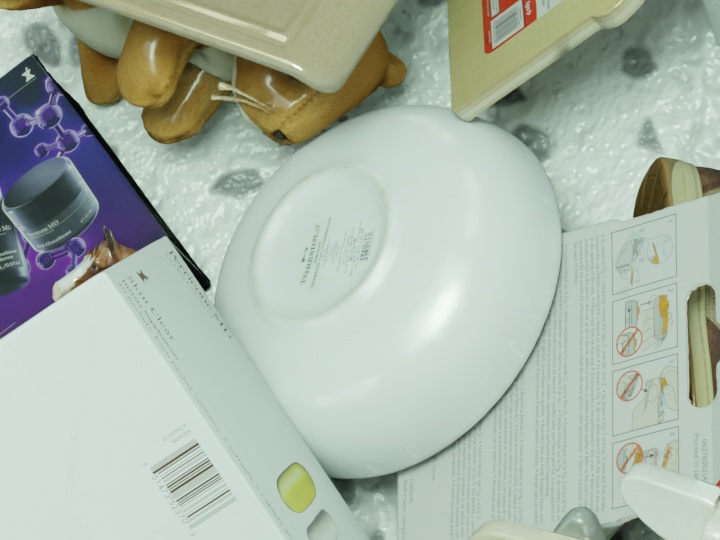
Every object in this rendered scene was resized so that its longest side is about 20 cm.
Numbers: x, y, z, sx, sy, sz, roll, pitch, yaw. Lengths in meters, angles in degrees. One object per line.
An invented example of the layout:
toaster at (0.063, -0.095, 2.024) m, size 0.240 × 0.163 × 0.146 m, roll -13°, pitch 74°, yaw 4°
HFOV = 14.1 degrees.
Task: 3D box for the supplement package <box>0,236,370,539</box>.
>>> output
supplement package at (-0.111, 0.113, 1.377) m, size 0.156 × 0.111 × 0.200 m, roll -33°, pitch 93°, yaw 14°

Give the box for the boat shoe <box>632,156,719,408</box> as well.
boat shoe at (0.176, 0.040, 1.411) m, size 0.072 × 0.072 × 0.200 m, roll 6°, pitch 62°, yaw -15°

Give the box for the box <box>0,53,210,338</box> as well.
box at (-0.204, 0.006, 1.530) m, size 0.200 × 0.079 × 0.141 m, roll -38°, pitch 63°, yaw 0°

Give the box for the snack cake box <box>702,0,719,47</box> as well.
snack cake box at (0.244, -0.207, 1.461) m, size 0.067 × 0.115 × 0.200 m, roll 24°, pitch 79°, yaw 21°

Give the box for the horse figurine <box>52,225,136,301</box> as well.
horse figurine at (-0.106, 0.094, 1.464) m, size 0.133 × 0.050 × 0.200 m, roll -43°, pitch 90°, yaw -3°

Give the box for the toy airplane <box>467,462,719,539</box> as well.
toy airplane at (0.163, 0.165, 1.285) m, size 0.199 × 0.141 × 0.200 m, roll -33°, pitch 83°, yaw 29°

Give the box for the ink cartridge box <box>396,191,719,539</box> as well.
ink cartridge box at (0.108, 0.060, 1.395) m, size 0.200 × 0.050 × 0.161 m, roll -15°, pitch 59°, yaw 32°

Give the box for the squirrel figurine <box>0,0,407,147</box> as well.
squirrel figurine at (-0.057, -0.158, 1.509) m, size 0.187 × 0.142 × 0.200 m, roll 21°, pitch 70°, yaw 29°

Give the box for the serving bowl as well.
serving bowl at (0.000, 0.000, 1.440) m, size 0.200 × 0.066 × 0.200 m, roll -20°, pitch 54°, yaw 30°

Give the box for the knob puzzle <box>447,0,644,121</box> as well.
knob puzzle at (0.128, -0.176, 1.462) m, size 0.220 × 0.030 × 0.220 m, roll -36°, pitch 30°, yaw 24°

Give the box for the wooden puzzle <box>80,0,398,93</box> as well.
wooden puzzle at (-0.064, -0.182, 1.448) m, size 0.200 × 0.037 × 0.185 m, roll 23°, pitch 56°, yaw 13°
